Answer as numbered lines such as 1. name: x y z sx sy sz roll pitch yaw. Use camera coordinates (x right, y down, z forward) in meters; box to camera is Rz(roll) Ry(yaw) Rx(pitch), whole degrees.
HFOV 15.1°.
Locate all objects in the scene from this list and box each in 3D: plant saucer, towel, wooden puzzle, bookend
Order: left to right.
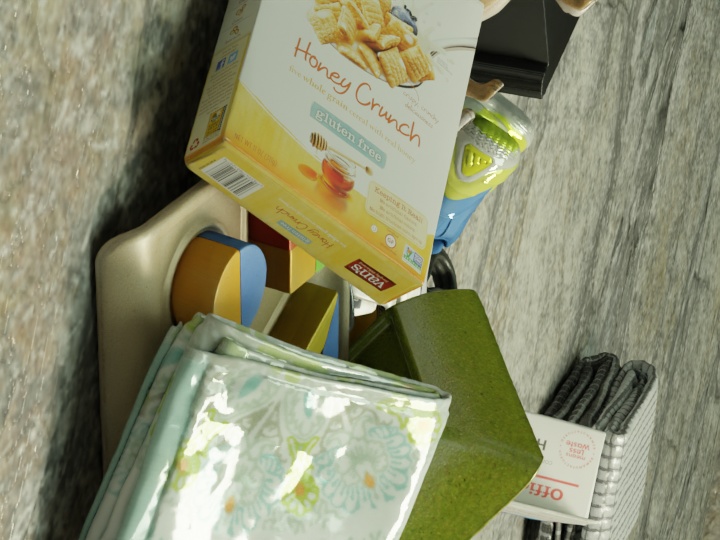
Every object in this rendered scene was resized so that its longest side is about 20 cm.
1. wooden puzzle: -0.059 0.028 1.440 0.200 0.046 0.186 -36 137 -46
2. towel: -0.055 0.130 1.393 0.171 0.048 0.200 17 101 -35
3. plant saucer: -0.001 0.111 1.530 0.200 0.048 0.200 -44 -153 14
4. bookend: 0.103 -0.257 1.811 0.199 0.092 0.200 81 27 -47
5. towel: 0.210 0.183 2.485 0.200 0.085 0.166 -48 147 -64

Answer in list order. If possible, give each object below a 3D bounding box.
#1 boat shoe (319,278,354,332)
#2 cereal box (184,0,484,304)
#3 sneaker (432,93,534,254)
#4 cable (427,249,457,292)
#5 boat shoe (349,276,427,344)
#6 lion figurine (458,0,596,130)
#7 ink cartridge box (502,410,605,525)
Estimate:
1. boat shoe: -0.032 -0.057 1.529 0.074 0.065 0.202 -49 145 -61
2. cereal box: -0.010 -0.101 1.437 0.144 0.039 0.200 34 49 -28
3. sneaker: 0.060 -0.074 1.861 0.105 0.076 0.200 -52 -179 14
4. cable: 0.024 0.024 1.848 0.097 0.050 0.200 60 17 -19
5. boat shoe: 0.000 0.000 1.677 0.070 0.071 0.200 -49 147 -45
6. lion figurine: 0.072 -0.181 1.720 0.200 0.123 0.072 -44 178 8
7. ink cartridge box: 0.097 0.130 1.876 0.200 0.115 0.068 160 -56 -80
